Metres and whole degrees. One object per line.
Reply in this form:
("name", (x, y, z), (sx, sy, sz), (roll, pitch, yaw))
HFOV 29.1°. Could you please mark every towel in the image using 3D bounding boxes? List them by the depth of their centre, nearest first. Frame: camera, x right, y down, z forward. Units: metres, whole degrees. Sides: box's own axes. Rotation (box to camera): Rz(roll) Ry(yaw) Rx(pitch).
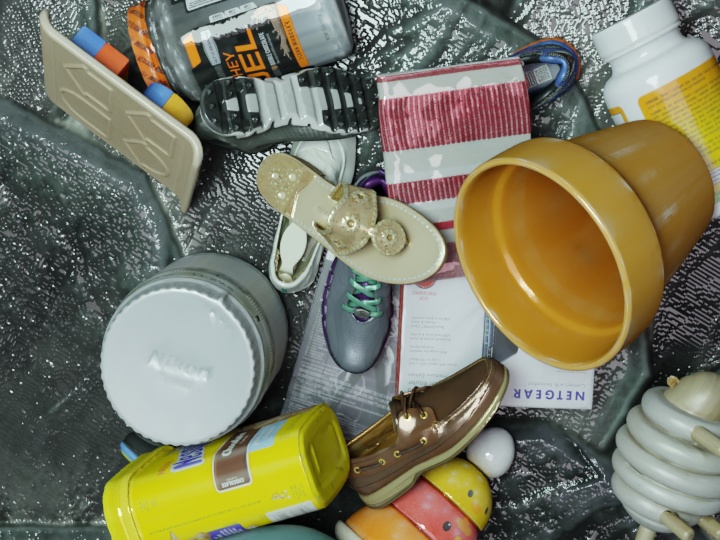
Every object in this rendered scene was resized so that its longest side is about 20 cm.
("towel", (0.094, -0.093, 1.309), (0.142, 0.023, 0.203), (-8, 105, -1))

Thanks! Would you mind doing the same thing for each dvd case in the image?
("dvd case", (0.011, 0.086, 1.419), (0.147, 0.016, 0.203), (17, 98, 2))

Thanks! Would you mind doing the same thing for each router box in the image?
("router box", (0.137, 0.041, 1.378), (0.197, 0.049, 0.182), (2, 98, -3))

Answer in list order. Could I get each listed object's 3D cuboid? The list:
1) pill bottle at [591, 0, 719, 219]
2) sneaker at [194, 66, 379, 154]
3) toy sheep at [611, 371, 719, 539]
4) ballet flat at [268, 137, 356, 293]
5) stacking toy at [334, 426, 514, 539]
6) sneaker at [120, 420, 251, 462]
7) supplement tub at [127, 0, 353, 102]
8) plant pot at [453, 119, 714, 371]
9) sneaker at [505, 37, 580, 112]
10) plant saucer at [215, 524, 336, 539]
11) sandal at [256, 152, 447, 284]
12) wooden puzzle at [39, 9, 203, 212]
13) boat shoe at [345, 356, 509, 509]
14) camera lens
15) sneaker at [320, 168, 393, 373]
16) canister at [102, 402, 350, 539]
("pill bottle", (0.298, -0.150, 1.318), (0.110, 0.111, 0.202), (-26, 95, 7))
("sneaker", (-0.072, -0.150, 1.333), (0.197, 0.090, 0.067), (-6, 80, -27))
("toy sheep", (0.308, 0.190, 1.356), (0.136, 0.138, 0.202), (21, 104, 1))
("ballet flat", (-0.049, -0.072, 1.379), (0.068, 0.069, 0.203), (15, 99, 2))
("stacking toy", (0.082, 0.236, 1.396), (0.146, 0.146, 0.201), (40, 83, -2))
("sneaker", (-0.148, 0.188, 1.429), (0.196, 0.071, 0.084), (6, 78, 5))
("supplement tub", (-0.114, -0.236, 1.332), (0.197, 0.123, 0.124), (-17, 97, 7))
("plant pot", (0.215, -0.043, 1.242), (0.182, 0.199, 0.202), (-31, 96, -33))
("sneaker", (0.122, -0.166, 1.346), (0.199, 0.078, 0.076), (-32, 94, 8))
("plant saucer", (-0.100, 0.292, 1.336), (0.198, 0.200, 0.036), (-21, 57, 7))
("sandal", (-0.023, -0.049, 1.290), (0.210, 0.069, 0.078), (30, 102, 24))
("wooden puzzle", (-0.224, -0.156, 1.332), (0.200, 0.185, 0.046), (41, 73, 0))
("boat shoe", (0.056, 0.149, 1.332), (0.200, 0.072, 0.067), (-41, 112, 19))
("camera lens", (-0.157, 0.073, 1.338), (0.157, 0.200, 0.163), (1, 98, 4))
("sneaker", (0.000, 0.000, 1.355), (0.073, 0.088, 0.203), (6, 88, 1))
("canister", (-0.120, 0.197, 1.298), (0.197, 0.148, 0.088), (-18, 95, 14))
